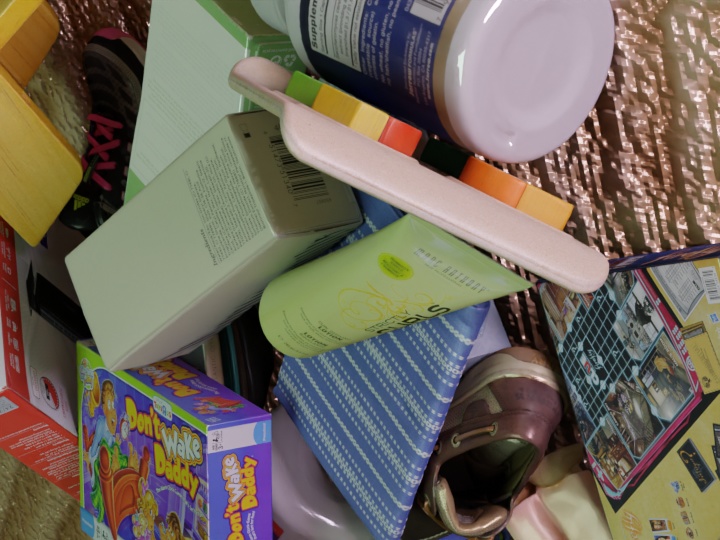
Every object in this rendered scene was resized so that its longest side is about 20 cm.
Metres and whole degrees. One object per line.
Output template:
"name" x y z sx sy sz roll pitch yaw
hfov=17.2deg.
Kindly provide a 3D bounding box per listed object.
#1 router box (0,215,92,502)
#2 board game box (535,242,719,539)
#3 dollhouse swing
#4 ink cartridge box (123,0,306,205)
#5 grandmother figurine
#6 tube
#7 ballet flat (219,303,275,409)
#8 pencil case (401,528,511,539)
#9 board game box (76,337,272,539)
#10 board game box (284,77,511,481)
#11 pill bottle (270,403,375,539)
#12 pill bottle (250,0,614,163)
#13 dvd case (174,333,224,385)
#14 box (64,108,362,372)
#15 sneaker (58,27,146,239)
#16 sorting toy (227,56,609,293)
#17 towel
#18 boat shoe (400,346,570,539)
"router box" -0.222 0.041 1.650 0.179 0.049 0.200 44 -151 -52
"board game box" 0.177 0.089 1.253 0.135 0.035 0.201 -8 101 49
"dollhouse swing" -0.207 -0.167 1.599 0.182 0.176 0.200 50 -167 -35
"ink cartridge box" -0.094 -0.083 1.487 0.146 0.048 0.201 45 134 50
"grandmother figurine" 0.151 0.204 1.370 0.200 0.060 0.121 58 155 16
"tube" 0.009 0.008 1.274 0.200 0.058 0.052 -21 84 58
"ballet flat" -0.087 0.011 1.574 0.068 0.068 0.201 -40 68 61
"pencil case" 0.046 0.232 1.523 0.087 0.078 0.200 28 135 17
"board game box" -0.120 0.130 1.510 0.200 0.045 0.135 24 118 57
"board game box" 0.000 0.000 1.437 0.200 0.043 0.200 -47 58 56
"pill bottle" -0.043 0.166 1.578 0.113 0.112 0.200 57 147 14
"pill bottle" 0.030 -0.139 1.268 0.200 0.111 0.111 30 134 44
"dvd case" -0.121 0.111 1.574 0.149 0.016 0.201 5 102 63
"box" -0.089 -0.017 1.388 0.200 0.068 0.082 -34 73 48
"sneaker" -0.168 -0.064 1.631 0.074 0.087 0.201 21 127 48
"sorting toy" 0.029 -0.059 1.237 0.037 0.185 0.200 -63 15 8
"towel" 0.011 0.044 1.361 0.145 0.024 0.200 53 140 36
"boat shoe" 0.057 0.120 1.364 0.072 0.072 0.200 25 142 -16
